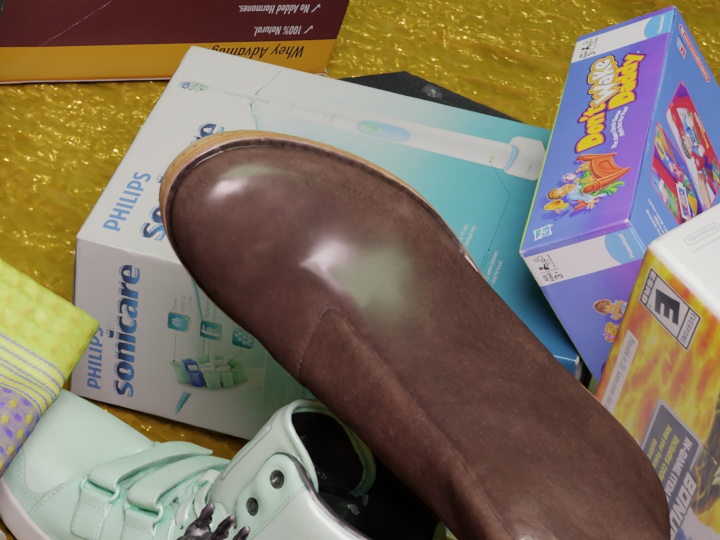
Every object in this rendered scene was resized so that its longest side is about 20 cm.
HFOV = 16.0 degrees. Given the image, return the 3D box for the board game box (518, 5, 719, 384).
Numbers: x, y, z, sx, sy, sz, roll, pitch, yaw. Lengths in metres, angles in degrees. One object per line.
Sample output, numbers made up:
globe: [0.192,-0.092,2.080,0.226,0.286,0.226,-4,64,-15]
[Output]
board game box: [0.136,0.018,0.994,0.045,0.200,0.135,-16,33,28]

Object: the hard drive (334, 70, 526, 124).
hard drive: [0.080,-0.034,1.169,0.200,0.042,0.135,26,15,16]

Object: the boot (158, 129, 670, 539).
boot: [0.029,0.042,0.801,0.200,0.072,0.166,37,10,-24]

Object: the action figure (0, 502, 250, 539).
action figure: [-0.099,0.138,0.783,0.200,0.102,0.119,-29,61,-37]

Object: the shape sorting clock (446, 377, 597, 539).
shape sorting clock: [0.073,0.057,1.069,0.199,0.039,0.200,15,33,-10]

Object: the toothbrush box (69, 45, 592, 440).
toothbrush box: [0.000,0.000,1.026,0.199,0.085,0.147,14,39,7]

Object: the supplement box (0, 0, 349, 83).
supplement box: [-0.097,-0.208,1.212,0.197,0.200,0.133,-5,40,-34]

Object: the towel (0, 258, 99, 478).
towel: [-0.180,0.038,0.859,0.144,0.023,0.200,42,43,-10]

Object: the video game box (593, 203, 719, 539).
video game box: [0.147,0.107,0.877,0.047,0.200,0.182,-28,59,-31]

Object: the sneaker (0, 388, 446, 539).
sneaker: [-0.050,0.071,0.905,0.200,0.118,0.074,36,36,22]

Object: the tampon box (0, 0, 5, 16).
tampon box: [-0.222,-0.140,1.042,0.126,0.200,0.150,3,36,-25]
